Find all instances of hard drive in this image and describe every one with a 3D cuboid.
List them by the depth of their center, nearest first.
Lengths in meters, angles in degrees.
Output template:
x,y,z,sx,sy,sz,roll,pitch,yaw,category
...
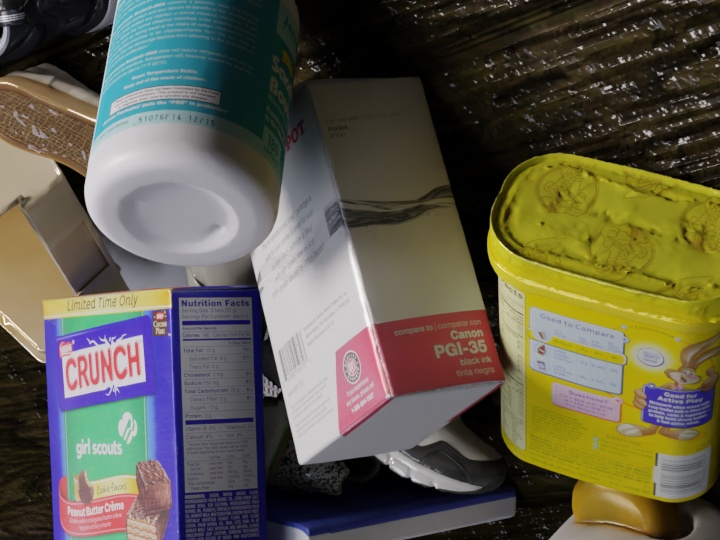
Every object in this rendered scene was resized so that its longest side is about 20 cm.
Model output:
x,y,z,sx,sy,sz,roll,pitch,yaw,category
-0.007,0.166,1.518,0.132,0.200,0.025,6,98,46,hard drive

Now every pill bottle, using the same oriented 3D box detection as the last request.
x,y,z,sx,sy,sz,roll,pitch,yaw,category
-0.094,-0.111,1.261,0.110,0.200,0.111,4,146,2,pill bottle

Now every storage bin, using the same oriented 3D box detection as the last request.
x,y,z,sx,sy,sz,roll,pitch,yaw,category
-0.273,-0.054,1.532,0.198,0.094,0.200,40,166,25,storage bin

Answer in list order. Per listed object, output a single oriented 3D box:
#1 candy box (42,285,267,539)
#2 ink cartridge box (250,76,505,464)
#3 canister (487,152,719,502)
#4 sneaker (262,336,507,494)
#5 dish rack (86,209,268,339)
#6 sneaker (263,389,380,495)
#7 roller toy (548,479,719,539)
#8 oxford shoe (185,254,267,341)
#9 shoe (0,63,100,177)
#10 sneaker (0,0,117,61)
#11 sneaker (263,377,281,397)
x,y,z,sx,sy,sz,roll,pitch,yaw,category
-0.139,0.112,1.452,0.169,0.077,0.201,-7,84,53,candy box
0.000,0.000,1.315,0.147,0.083,0.201,-43,58,59,ink cartridge box
0.149,0.039,1.254,0.148,0.087,0.200,15,143,16,canister
0.020,0.080,1.474,0.200,0.080,0.074,34,-168,18,sneaker
-0.137,-0.020,1.582,0.172,0.044,0.200,38,148,13,dish rack
-0.029,0.128,1.526,0.088,0.200,0.077,24,102,7,sneaker
0.188,0.237,1.413,0.200,0.140,0.183,42,139,9,roller toy
-0.091,0.025,1.505,0.075,0.058,0.200,8,143,-10,oxford shoe
-0.149,-0.077,1.386,0.200,0.053,0.070,31,125,16,shoe
-0.254,-0.181,1.430,0.200,0.114,0.076,6,114,44,sneaker
-0.128,0.111,1.694,0.200,0.075,0.114,28,143,21,sneaker
